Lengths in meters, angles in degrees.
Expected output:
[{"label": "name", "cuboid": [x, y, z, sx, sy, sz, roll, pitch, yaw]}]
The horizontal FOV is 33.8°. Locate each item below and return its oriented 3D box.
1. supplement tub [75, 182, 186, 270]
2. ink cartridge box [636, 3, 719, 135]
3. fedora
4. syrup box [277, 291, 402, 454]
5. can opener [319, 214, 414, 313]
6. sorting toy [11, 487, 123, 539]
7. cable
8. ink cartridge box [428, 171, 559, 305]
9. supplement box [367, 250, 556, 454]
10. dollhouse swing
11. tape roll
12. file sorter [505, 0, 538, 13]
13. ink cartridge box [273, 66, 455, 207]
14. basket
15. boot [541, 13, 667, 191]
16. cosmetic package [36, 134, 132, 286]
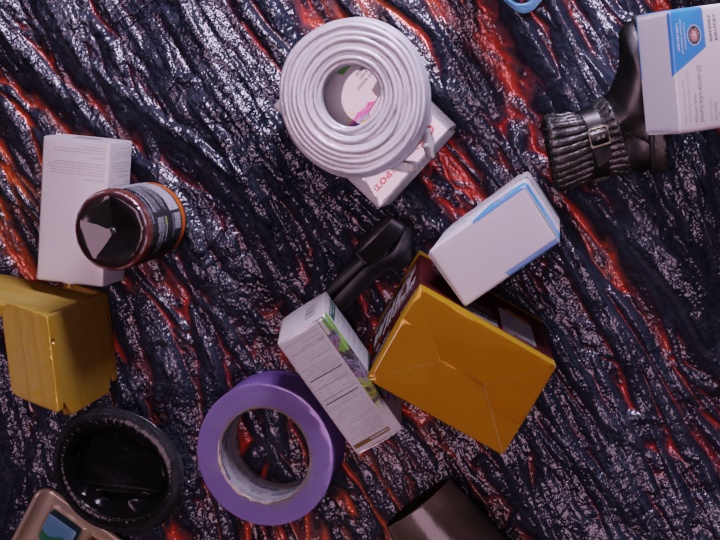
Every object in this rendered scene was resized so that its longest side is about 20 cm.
[{"label": "supplement tub", "cuboid": [-0.300, -0.063, 1.602, 0.105, 0.200, 0.109, 1, 97, 10]}, {"label": "ink cartridge box", "cuboid": [0.447, -0.251, 1.443, 0.197, 0.084, 0.149, -11, 98, -15]}, {"label": "fedora", "cuboid": [-0.340, 0.279, 1.714, 0.197, 0.092, 0.204, 2, 98, 11]}, {"label": "syrup box", "cuboid": [-0.025, 0.141, 1.612, 0.081, 0.079, 0.201, -31, 108, 14]}, {"label": "can opener", "cuboid": [0.000, 0.000, 1.627, 0.078, 0.064, 0.200, 34, 115, -22]}, {"label": "sorting toy", "cuboid": [-0.443, 0.454, 1.789, 0.198, 0.036, 0.187, 31, 103, 5]}, {"label": "cable", "cuboid": [-0.009, -0.218, 1.501, 0.197, 0.069, 0.204, -3, 97, 11]}, {"label": "ink cartridge box", "cuboid": [0.175, -0.045, 1.510, 0.144, 0.200, 0.084, -36, 92, 14]}, {"label": "supplement box", "cuboid": [0.126, 0.099, 1.525, 0.195, 0.200, 0.134, 29, 104, -4]}, {"label": "dollhouse swing", "cuboid": [-0.466, 0.099, 1.658, 0.173, 0.200, 0.185, -3, 98, 11]}, {"label": "tape roll", "cuboid": [-0.124, 0.249, 1.671, 0.197, 0.085, 0.204, 2, 99, 11]}, {"label": "file sorter", "cuboid": [0.200, -0.402, 1.455, 0.122, 0.200, 0.139, 41, 104, 0]}, {"label": "ink cartridge box", "cuboid": [0.008, -0.204, 1.579, 0.200, 0.084, 0.145, 44, 104, 2]}, {"label": "basket", "cuboid": [0.137, 0.398, 1.619, 0.180, 0.136, 0.201, -37, 86, 19]}, {"label": "boot", "cuboid": [0.308, -0.213, 1.520, 0.155, 0.079, 0.215, -5, 97, 12]}, {"label": "cosmetic package", "cuboid": [-0.391, -0.086, 1.676, 0.106, 0.085, 0.203, 8, 100, 11]}]
